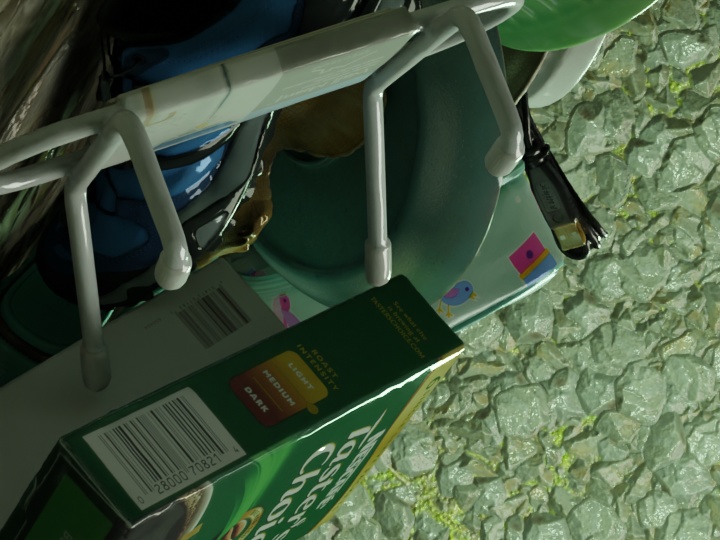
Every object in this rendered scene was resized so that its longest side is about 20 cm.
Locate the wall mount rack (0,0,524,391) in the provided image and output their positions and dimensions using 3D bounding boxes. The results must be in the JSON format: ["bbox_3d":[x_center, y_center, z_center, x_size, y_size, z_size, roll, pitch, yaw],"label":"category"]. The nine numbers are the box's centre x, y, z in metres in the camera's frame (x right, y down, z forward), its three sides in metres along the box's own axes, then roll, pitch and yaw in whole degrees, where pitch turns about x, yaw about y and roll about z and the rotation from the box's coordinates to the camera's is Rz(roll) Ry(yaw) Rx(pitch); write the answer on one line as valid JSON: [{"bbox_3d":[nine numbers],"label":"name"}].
[{"bbox_3d":[-0.033,-0.025,0.720,0.200,0.075,0.174,-19,175,-19],"label":"wall mount rack"}]

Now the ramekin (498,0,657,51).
[{"bbox_3d":[0.072,-0.201,0.897,0.200,0.098,0.200,-31,-133,40],"label":"ramekin"}]

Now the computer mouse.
[{"bbox_3d":[0.063,-0.058,1.176,0.044,0.110,0.200,-40,-164,-17],"label":"computer mouse"}]

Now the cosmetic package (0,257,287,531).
[{"bbox_3d":[-0.129,0.094,0.835,0.200,0.052,0.151,-33,165,-37],"label":"cosmetic package"}]

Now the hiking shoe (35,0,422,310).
[{"bbox_3d":[-0.068,-0.069,0.779,0.200,0.087,0.074,-48,-142,25],"label":"hiking shoe"}]

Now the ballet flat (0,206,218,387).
[{"bbox_3d":[-0.115,0.008,0.924,0.070,0.067,0.200,-54,179,32],"label":"ballet flat"}]

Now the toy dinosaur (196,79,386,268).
[{"bbox_3d":[-0.025,-0.095,0.842,0.058,0.101,0.200,-27,156,-56],"label":"toy dinosaur"}]

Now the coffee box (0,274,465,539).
[{"bbox_3d":[-0.055,0.079,0.799,0.200,0.044,0.123,-25,156,-51],"label":"coffee box"}]

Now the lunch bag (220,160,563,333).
[{"bbox_3d":[0.000,0.000,1.097,0.160,0.077,0.200,-23,-174,-18],"label":"lunch bag"}]

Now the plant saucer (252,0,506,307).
[{"bbox_3d":[-0.015,-0.076,0.888,0.027,0.200,0.200,-13,148,-36],"label":"plant saucer"}]

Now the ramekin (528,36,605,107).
[{"bbox_3d":[0.056,-0.190,1.160,0.200,0.105,0.201,-176,-90,-70],"label":"ramekin"}]

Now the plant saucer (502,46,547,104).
[{"bbox_3d":[0.018,-0.146,1.014,0.032,0.200,0.200,20,-103,47],"label":"plant saucer"}]
